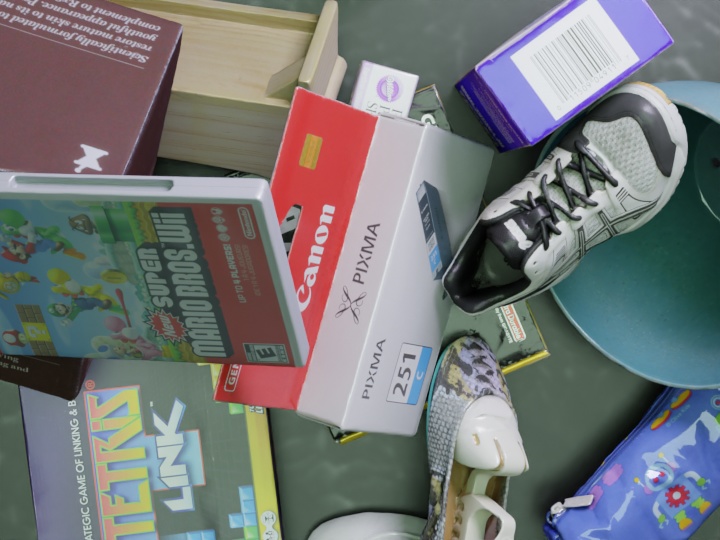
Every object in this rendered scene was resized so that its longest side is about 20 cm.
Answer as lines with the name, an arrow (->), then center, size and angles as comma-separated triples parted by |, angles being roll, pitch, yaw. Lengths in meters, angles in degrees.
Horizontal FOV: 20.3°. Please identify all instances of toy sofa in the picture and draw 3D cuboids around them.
toy sofa -> -0.115, -0.130, 1.327 | 0.200, 0.098, 0.083 | 9, 49, 8

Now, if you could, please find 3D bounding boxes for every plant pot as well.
plant pot -> 0.230, -0.041, 1.313 | 0.135, 0.200, 0.200 | -32, 94, -44

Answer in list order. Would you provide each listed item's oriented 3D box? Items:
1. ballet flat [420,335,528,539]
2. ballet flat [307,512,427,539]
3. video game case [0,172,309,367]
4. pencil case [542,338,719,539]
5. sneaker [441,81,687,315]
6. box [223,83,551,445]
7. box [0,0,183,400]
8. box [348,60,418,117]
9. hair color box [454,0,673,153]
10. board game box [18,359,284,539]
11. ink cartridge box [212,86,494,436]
ballet flat -> 0.078, 0.143, 1.305 | 0.072, 0.072, 0.200 | 8, 85, -2
ballet flat -> 0.060, 0.211, 1.365 | 0.200, 0.069, 0.069 | 16, 92, -2
video game case -> -0.138, 0.001, 1.155 | 0.200, 0.143, 0.017 | 2, 47, 14
pencil case -> 0.206, 0.132, 1.359 | 0.200, 0.078, 0.087 | -47, 115, 0
sneaker -> 0.125, -0.034, 1.250 | 0.076, 0.088, 0.200 | 49, 133, 12
box -> 0.016, -0.004, 1.366 | 0.160, 0.049, 0.200 | -23, 93, 1
box -> -0.221, -0.056, 1.254 | 0.166, 0.200, 0.164 | 18, 48, -2
box -> -0.008, -0.036, 1.320 | 0.041, 0.039, 0.200 | 16, 91, -3
hair color box -> 0.125, -0.131, 1.286 | 0.109, 0.200, 0.065 | -36, 91, 0
board game box -> -0.141, 0.121, 1.362 | 0.165, 0.057, 0.200 | -7, 92, -2
ink cartridge box -> 0.000, 0.000, 1.260 | 0.045, 0.176, 0.200 | 16, 92, 33
